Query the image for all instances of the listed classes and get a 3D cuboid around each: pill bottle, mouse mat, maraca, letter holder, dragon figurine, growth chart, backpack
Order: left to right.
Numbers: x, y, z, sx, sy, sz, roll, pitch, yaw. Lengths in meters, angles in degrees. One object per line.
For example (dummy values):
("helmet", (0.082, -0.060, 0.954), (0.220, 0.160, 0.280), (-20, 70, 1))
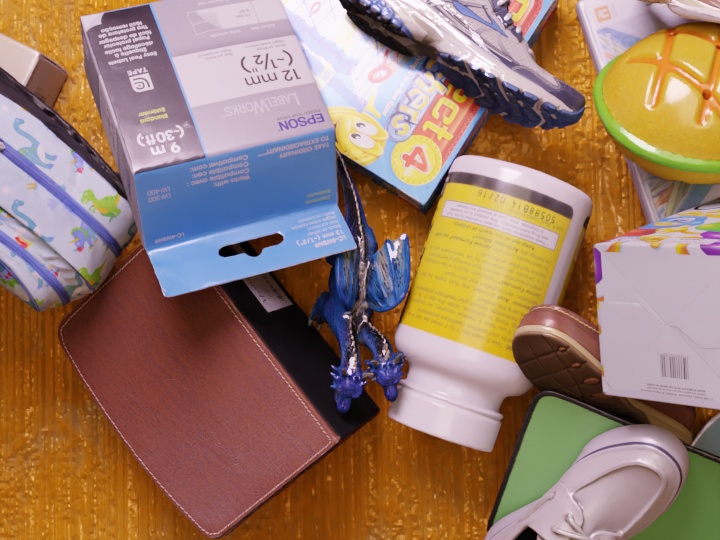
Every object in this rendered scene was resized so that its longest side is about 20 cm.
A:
("backpack", (-0.251, -0.065, 0.838), (0.200, 0.163, 0.154), (27, 78, -24))
("letter holder", (-0.110, 0.079, 0.898), (0.142, 0.101, 0.200), (-41, 83, 17))
("dragon figurine", (0.000, 0.000, 0.865), (0.059, 0.099, 0.201), (2, 92, -21))
("pill bottle", (0.090, 0.026, 0.880), (0.111, 0.111, 0.201), (18, 87, 6))
("mouse mat", (0.199, 0.178, 0.857), (0.199, 0.008, 0.161), (22, 126, 12))
("maraca", (0.266, -0.123, 0.858), (0.199, 0.107, 0.137), (-8, 53, -9))
("growth chart", (0.277, -0.181, 0.848), (0.199, 0.145, 0.018), (17, 109, 14))

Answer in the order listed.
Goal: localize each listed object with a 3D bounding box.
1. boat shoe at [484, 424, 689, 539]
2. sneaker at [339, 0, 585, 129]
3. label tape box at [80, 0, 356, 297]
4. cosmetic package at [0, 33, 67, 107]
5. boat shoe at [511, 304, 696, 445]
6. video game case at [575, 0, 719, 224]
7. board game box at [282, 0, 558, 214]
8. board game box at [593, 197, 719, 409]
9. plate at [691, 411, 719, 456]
("boat shoe", (0.148, 0.181, 0.836), (0.072, 0.066, 0.200), (45, 127, -6))
("sneaker", (0.084, -0.178, 0.858), (0.200, 0.077, 0.085), (34, 85, 6))
("label tape box", (-0.097, -0.095, 0.822), (0.143, 0.066, 0.201), (-15, 64, -18))
("cosmetic package", (-0.349, -0.162, 0.949), (0.199, 0.073, 0.104), (25, 88, 5))
("boat shoe", (0.177, 0.069, 0.851), (0.072, 0.200, 0.068), (-1, 62, 45))
("video game case", (0.283, -0.142, 0.920), (0.182, 0.022, 0.201), (-18, 85, 3))
("board game box", (0.021, -0.180, 0.928), (0.195, 0.056, 0.200), (32, 89, 6))
("board game box", (0.255, 0.013, 0.804), (0.105, 0.200, 0.103), (3, 104, 42))
("plate", (0.330, 0.185, 0.892), (0.199, 0.026, 0.201), (0, 87, 5))
